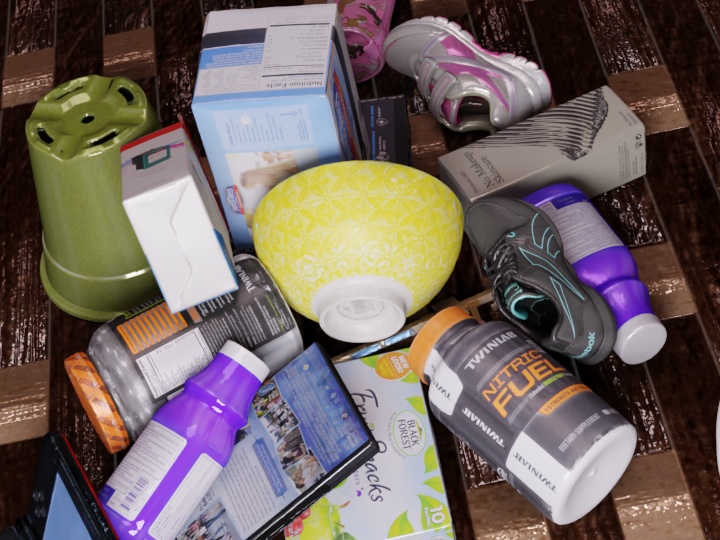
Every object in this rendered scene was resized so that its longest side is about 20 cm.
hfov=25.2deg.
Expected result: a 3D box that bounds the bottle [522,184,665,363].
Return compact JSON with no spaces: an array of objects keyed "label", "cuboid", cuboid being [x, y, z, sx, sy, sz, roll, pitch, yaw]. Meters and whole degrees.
[{"label":"bottle","cuboid":[0.214,0.004,1.499,0.083,0.066,0.200,-24,47,-10]}]

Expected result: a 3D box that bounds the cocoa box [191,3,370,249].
[{"label":"cocoa box","cuboid":[-0.072,-0.134,1.541,0.132,0.201,0.132,-3,48,9]}]

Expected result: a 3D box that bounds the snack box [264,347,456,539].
[{"label":"snack box","cuboid":[-0.002,0.169,1.404,0.141,0.053,0.201,-12,46,-1]}]

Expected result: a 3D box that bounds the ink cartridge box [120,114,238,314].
[{"label":"ink cartridge box","cuboid":[-0.168,-0.057,1.472,0.067,0.117,0.200,-21,23,0]}]

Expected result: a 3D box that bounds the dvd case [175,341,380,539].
[{"label":"dvd case","cuboid":[-0.086,0.168,1.384,0.200,0.018,0.143,-39,41,5]}]

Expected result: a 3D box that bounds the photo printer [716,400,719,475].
[{"label":"photo printer","cuboid":[0.396,0.152,1.326,0.198,0.070,0.167,-7,46,6]}]

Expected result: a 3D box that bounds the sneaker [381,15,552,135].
[{"label":"sneaker","cuboid":[0.100,-0.202,1.715,0.199,0.082,0.088,25,58,26]}]

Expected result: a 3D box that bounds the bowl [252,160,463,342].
[{"label":"bowl","cuboid":[0.000,0.000,1.479,0.198,0.201,0.109,-7,57,5]}]

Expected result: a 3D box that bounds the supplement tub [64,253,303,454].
[{"label":"supplement tub","cuboid":[-0.162,0.079,1.476,0.199,0.123,0.123,-28,47,-14]}]

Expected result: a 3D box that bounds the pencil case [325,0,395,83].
[{"label":"pencil case","cuboid":[0.002,-0.301,1.837,0.082,0.087,0.201,24,48,-11]}]

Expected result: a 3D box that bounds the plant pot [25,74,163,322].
[{"label":"plant pot","cuboid":[-0.249,-0.087,1.605,0.198,0.191,0.201,-6,45,6]}]

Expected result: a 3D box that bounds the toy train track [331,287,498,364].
[{"label":"toy train track","cuboid":[0.050,0.066,1.498,0.198,0.033,0.115,-23,7,-1]}]

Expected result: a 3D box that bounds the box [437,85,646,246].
[{"label":"box","cuboid":[0.183,-0.105,1.618,0.199,0.069,0.082,-24,46,-12]}]

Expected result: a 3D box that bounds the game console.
[{"label":"game console","cuboid":[-0.280,0.262,1.334,0.118,0.173,0.200,-6,39,-32]}]

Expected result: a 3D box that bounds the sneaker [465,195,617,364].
[{"label":"sneaker","cuboid":[0.149,0.001,1.438,0.079,0.076,0.200,1,39,-43]}]

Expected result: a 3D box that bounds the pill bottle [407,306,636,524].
[{"label":"pill bottle","cuboid":[0.130,0.115,1.376,0.106,0.107,0.200,-37,58,-23]}]

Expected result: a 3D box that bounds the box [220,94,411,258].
[{"label":"box","cuboid":[-0.045,-0.093,1.670,0.196,0.050,0.201,-5,45,6]}]

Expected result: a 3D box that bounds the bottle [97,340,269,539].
[{"label":"bottle","cuboid":[-0.153,0.154,1.385,0.083,0.065,0.201,17,68,53]}]
